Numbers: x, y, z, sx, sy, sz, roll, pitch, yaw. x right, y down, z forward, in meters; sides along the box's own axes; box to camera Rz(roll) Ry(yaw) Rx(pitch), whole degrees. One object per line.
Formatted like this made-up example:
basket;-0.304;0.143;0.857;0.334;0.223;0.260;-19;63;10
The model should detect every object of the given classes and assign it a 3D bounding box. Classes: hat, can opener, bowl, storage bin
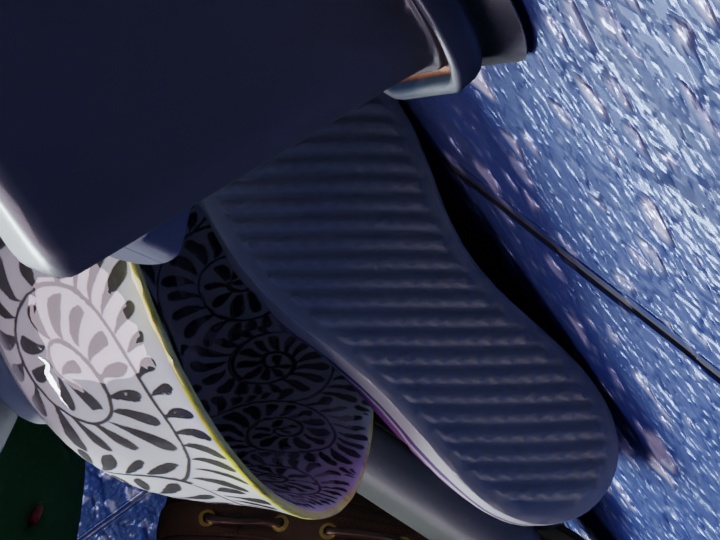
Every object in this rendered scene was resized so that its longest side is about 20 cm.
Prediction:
hat;-0.131;0.021;1.134;0.165;0.176;0.200;28;179;-1
can opener;-0.014;0.047;1.081;0.200;0.053;0.067;31;158;9
bowl;-0.078;-0.002;0.985;0.201;0.094;0.201;53;-152;-43
storage bin;-0.076;-0.100;0.764;0.200;0.134;0.146;56;171;-9

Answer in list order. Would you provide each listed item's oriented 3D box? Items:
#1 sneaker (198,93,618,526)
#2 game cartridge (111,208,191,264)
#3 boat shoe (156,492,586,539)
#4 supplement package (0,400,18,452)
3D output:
sneaker;0.000;0.001;0.968;0.201;0.073;0.114;55;175;-6
game cartridge;-0.124;-0.097;0.822;0.200;0.134;0.041;24;158;-27
boat shoe;0.015;0.118;1.110;0.199;0.068;0.072;19;146;18
supplement package;-0.186;-0.019;1.014;0.200;0.111;0.156;-70;-38;-52
